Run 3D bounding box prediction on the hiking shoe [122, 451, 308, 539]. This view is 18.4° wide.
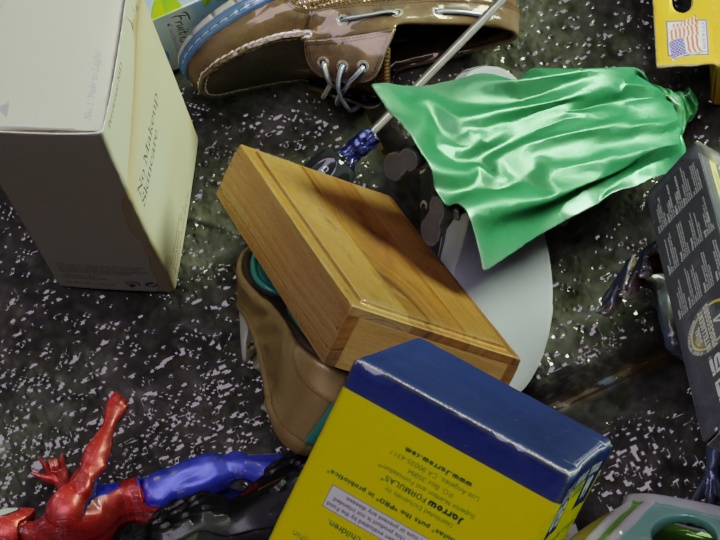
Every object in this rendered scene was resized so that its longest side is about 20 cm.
[{"bbox_3d":[-0.021,0.143,1.116,0.200,0.076,0.101,-21,102,5],"label":"hiking shoe"}]

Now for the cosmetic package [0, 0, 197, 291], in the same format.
[{"bbox_3d":[-0.144,-0.073,1.195,0.073,0.200,0.104,3,68,7],"label":"cosmetic package"}]

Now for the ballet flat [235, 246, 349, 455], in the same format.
[{"bbox_3d":[-0.039,0.038,1.170,0.069,0.200,0.063,24,103,-15],"label":"ballet flat"}]

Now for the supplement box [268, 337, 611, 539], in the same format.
[{"bbox_3d":[0.016,0.146,1.011,0.109,0.109,0.200,28,101,12],"label":"supplement box"}]

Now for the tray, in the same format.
[{"bbox_3d":[0.000,0.000,1.151,0.037,0.099,0.200,-63,28,17],"label":"tray"}]

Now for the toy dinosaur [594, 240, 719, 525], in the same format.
[{"bbox_3d":[0.220,0.045,1.168,0.181,0.105,0.200,30,62,-1],"label":"toy dinosaur"}]

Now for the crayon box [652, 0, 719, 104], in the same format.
[{"bbox_3d":[0.265,-0.163,1.266,0.200,0.052,0.126,-2,67,5],"label":"crayon box"}]

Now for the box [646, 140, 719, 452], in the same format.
[{"bbox_3d":[0.228,0.040,1.095,0.161,0.049,0.200,29,31,-23],"label":"box"}]

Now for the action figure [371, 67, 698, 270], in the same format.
[{"bbox_3d":[0.109,-0.068,1.202,0.200,0.055,0.118,-17,72,-33],"label":"action figure"}]

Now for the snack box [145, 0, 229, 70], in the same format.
[{"bbox_3d":[-0.186,-0.179,1.318,0.200,0.068,0.169,-25,66,-6],"label":"snack box"}]

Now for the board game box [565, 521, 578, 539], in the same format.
[{"bbox_3d":[0.016,0.158,1.156,0.200,0.023,0.105,-19,92,-1],"label":"board game box"}]

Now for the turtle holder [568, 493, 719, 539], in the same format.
[{"bbox_3d":[0.137,0.181,1.095,0.185,0.141,0.132,2,70,41],"label":"turtle holder"}]

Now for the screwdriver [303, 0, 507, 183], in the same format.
[{"bbox_3d":[0.020,-0.088,1.252,0.200,0.028,0.029,-42,44,7],"label":"screwdriver"}]

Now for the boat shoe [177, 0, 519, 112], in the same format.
[{"bbox_3d":[-0.004,-0.133,1.274,0.200,0.072,0.072,-20,68,-2],"label":"boat shoe"}]

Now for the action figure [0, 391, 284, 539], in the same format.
[{"bbox_3d":[-0.105,0.101,1.186,0.200,0.065,0.099,-13,47,-11],"label":"action figure"}]

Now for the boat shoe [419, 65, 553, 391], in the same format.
[{"bbox_3d":[0.063,-0.015,1.225,0.069,0.057,0.200,16,63,-28],"label":"boat shoe"}]
